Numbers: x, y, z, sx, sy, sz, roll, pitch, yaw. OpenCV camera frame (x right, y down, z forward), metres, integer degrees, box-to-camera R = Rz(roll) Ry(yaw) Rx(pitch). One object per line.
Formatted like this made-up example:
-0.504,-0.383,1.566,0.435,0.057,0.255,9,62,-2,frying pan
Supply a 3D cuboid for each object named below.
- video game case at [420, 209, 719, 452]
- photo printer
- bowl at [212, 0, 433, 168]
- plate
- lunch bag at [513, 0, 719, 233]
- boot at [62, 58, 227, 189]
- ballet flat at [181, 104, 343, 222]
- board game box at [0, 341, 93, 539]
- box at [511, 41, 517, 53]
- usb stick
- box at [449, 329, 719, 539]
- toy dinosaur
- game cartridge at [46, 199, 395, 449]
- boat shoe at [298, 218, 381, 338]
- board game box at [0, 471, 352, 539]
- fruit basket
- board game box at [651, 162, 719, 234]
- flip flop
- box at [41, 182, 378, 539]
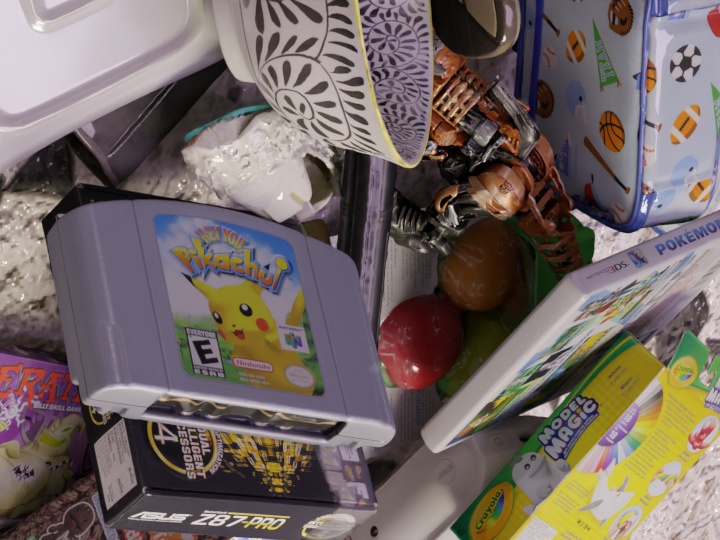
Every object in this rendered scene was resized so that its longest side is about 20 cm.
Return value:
0.149,0.034,1.674,0.182,0.022,0.200,-21,161,-39,video game case
0.074,0.174,1.805,0.166,0.070,0.200,8,134,-49,photo printer
-0.025,-0.151,1.429,0.201,0.094,0.202,-5,90,-78,bowl
-0.163,-0.163,1.392,0.199,0.032,0.201,-29,119,-23,plate
0.154,-0.126,1.633,0.075,0.160,0.201,-12,119,-31,lunch bag
-0.082,-0.126,1.514,0.182,0.072,0.200,45,73,-36,boot
-0.046,-0.061,1.529,0.072,0.072,0.200,-66,169,9,ballet flat
-0.207,0.104,1.563,0.200,0.032,0.120,14,99,-49,board game box
0.176,-0.256,1.720,0.193,0.047,0.200,-32,134,-31,box
0.000,0.000,1.601,0.055,0.032,0.201,-76,172,-73,usb stick
0.159,0.123,1.717,0.200,0.048,0.117,-47,144,4,box
0.072,-0.060,1.626,0.102,0.136,0.201,-24,94,-36,toy dinosaur
-0.076,0.027,1.459,0.200,0.134,0.040,10,138,-36,game cartridge
-0.020,0.056,1.672,0.076,0.072,0.200,-24,128,-12,boat shoe
-0.119,0.191,1.587,0.200,0.097,0.159,-34,146,9,board game box
0.058,0.027,1.761,0.199,0.094,0.186,-15,125,-21,fruit basket
0.247,-0.134,1.829,0.200,0.043,0.199,-48,150,-1,board game box
0.064,-0.177,1.540,0.057,0.200,0.081,-8,106,-9,flip flop
-0.087,0.054,1.490,0.161,0.201,0.049,11,142,-38,box
